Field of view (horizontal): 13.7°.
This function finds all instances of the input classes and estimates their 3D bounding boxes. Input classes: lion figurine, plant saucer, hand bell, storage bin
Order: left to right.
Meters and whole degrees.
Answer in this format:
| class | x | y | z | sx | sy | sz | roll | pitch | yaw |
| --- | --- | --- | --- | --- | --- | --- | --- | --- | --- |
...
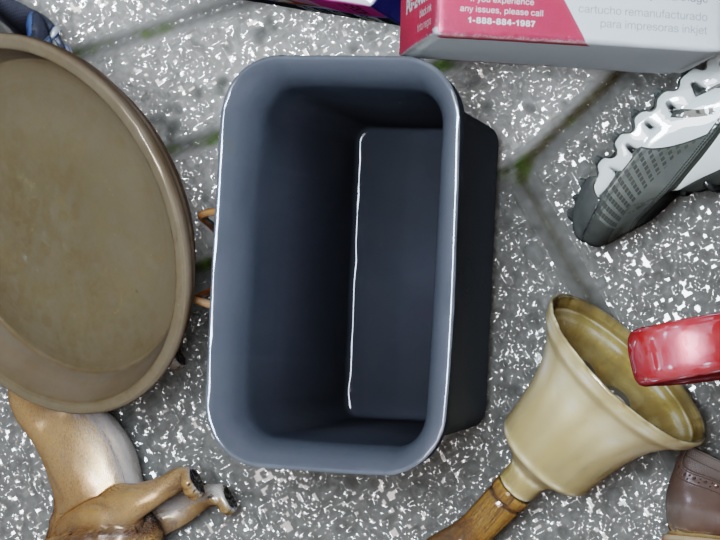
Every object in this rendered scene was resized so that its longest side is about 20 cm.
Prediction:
| class | x | y | z | sx | sy | sz | roll | pitch | yaw |
| --- | --- | --- | --- | --- | --- | --- | --- | --- | --- |
| plant saucer | -0.156 | -0.025 | 1.506 | 0.200 | 0.029 | 0.201 | 16 | 118 | 33 |
| lion figurine | -0.144 | 0.097 | 1.574 | 0.122 | 0.072 | 0.201 | -25 | 69 | 18 |
| storage bin | 0.000 | 0.000 | 1.502 | 0.145 | 0.134 | 0.201 | 2 | 87 | 21 |
| hand bell | 0.070 | 0.117 | 1.521 | 0.104 | 0.104 | 0.200 | 46 | 109 | 10 |

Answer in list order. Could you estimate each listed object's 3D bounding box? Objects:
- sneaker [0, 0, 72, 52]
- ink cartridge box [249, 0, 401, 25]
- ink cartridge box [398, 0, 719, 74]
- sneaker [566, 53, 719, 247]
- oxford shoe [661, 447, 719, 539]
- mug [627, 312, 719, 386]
| class | x | y | z | sx | sy | sz | roll | pitch | yaw |
| --- | --- | --- | --- | --- | --- | --- | --- | --- | --- |
| sneaker | -0.178 | -0.088 | 1.558 | 0.077 | 0.085 | 0.200 | -37 | 80 | -29 |
| ink cartridge box | -0.034 | -0.154 | 1.537 | 0.199 | 0.095 | 0.037 | 8 | 90 | 12 |
| ink cartridge box | 0.098 | -0.202 | 1.441 | 0.145 | 0.083 | 0.201 | 2 | 85 | -10 |
| sneaker | 0.196 | -0.068 | 1.499 | 0.200 | 0.066 | 0.091 | -42 | 78 | 6 |
| oxford shoe | 0.248 | 0.121 | 1.480 | 0.199 | 0.071 | 0.073 | 3 | 84 | 13 |
| mug | 0.231 | 0.019 | 1.420 | 0.177 | 0.200 | 0.134 | 21 | 93 | 13 |
